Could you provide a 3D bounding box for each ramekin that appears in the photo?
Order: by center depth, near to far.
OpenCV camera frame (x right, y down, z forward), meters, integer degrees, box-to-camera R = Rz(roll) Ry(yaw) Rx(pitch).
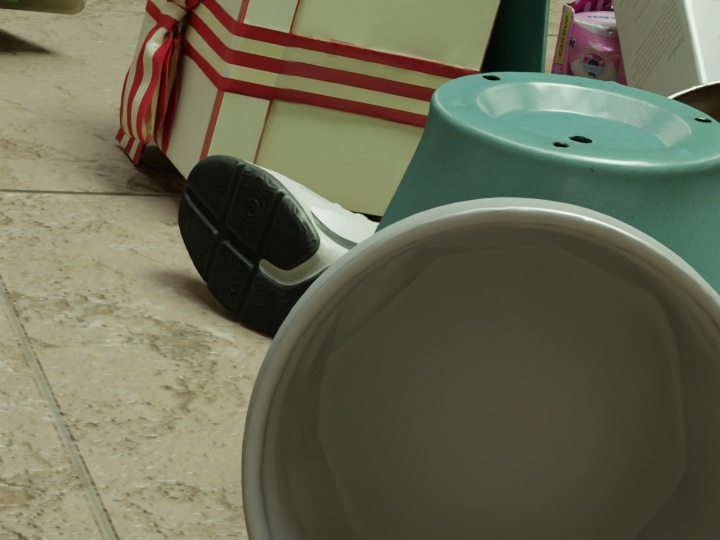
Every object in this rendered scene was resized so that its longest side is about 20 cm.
[{"bbox_3d":[0.055,0.067,0.957,0.198,0.202,0.105,8,9,0],"label":"ramekin"}]

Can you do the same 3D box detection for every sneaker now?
[{"bbox_3d":[0.000,0.001,1.326,0.200,0.076,0.115,32,21,34],"label":"sneaker"}]

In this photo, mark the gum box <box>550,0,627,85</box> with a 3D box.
[{"bbox_3d":[0.191,-0.128,1.676,0.066,0.114,0.200,18,22,27],"label":"gum box"}]

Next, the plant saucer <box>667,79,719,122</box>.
[{"bbox_3d":[0.223,-0.018,1.367,0.198,0.032,0.202,0,57,0],"label":"plant saucer"}]

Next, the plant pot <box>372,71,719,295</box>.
[{"bbox_3d":[0.082,0.019,1.103,0.198,0.190,0.200,6,19,-2],"label":"plant pot"}]

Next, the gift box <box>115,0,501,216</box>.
[{"bbox_3d":[-0.049,-0.137,1.524,0.185,0.186,0.200,9,13,-26],"label":"gift box"}]

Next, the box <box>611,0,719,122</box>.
[{"bbox_3d":[0.237,-0.111,1.510,0.123,0.098,0.202,2,62,-17],"label":"box"}]

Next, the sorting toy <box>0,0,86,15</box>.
[{"bbox_3d":[-0.314,-0.217,1.722,0.184,0.037,0.199,10,-10,41],"label":"sorting toy"}]

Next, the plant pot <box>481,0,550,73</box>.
[{"bbox_3d":[0.027,-0.210,1.819,0.140,0.143,0.200,-3,14,-28],"label":"plant pot"}]
